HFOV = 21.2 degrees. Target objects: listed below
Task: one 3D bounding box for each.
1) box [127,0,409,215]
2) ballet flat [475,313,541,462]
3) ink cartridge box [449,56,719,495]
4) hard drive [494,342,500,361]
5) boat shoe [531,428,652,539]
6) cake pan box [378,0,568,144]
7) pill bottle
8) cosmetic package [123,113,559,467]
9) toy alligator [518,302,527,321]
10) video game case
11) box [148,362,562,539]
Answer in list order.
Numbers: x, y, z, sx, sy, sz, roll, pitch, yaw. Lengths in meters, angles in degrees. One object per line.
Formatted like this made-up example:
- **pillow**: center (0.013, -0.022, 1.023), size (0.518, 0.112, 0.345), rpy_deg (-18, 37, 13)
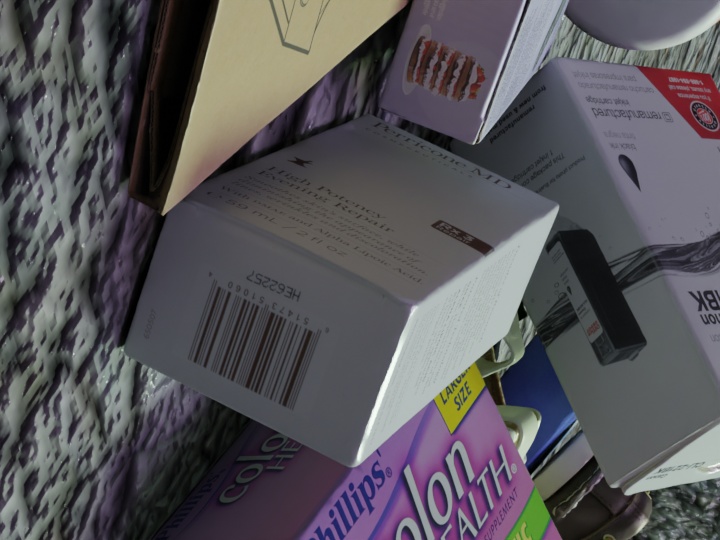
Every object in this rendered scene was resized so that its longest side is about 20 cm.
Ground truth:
- **box**: center (-0.011, -0.129, 0.662), size (0.200, 0.021, 0.164), rpy_deg (-49, 160, -52)
- **ballet flat**: center (0.053, 0.059, 0.958), size (0.070, 0.065, 0.200), rpy_deg (-34, 116, -50)
- **ink cartridge box**: center (0.153, 0.000, 0.971), size (0.144, 0.200, 0.084), rpy_deg (-1, 152, -47)
- **hard drive**: center (0.034, 0.084, 1.159), size (0.200, 0.042, 0.135), rpy_deg (-57, 164, -31)
- **boat shoe**: center (0.110, 0.148, 1.096), size (0.072, 0.060, 0.200), rpy_deg (-43, 172, -25)
- **cake pan box**: center (0.079, -0.169, 0.836), size (0.184, 0.052, 0.200), rpy_deg (-56, 167, -66)
- **pill bottle**: center (0.177, -0.192, 1.067), size (0.200, 0.114, 0.114), rpy_deg (-37, 149, -64)
- **cosmetic package**: center (0.000, 0.000, 0.763), size (0.200, 0.102, 0.074), rpy_deg (-36, 149, -66)
- **toy alligator**: center (0.045, 0.038, 1.034), size (0.200, 0.059, 0.054), rpy_deg (-33, -167, -29)
- **video game case**: center (0.106, 0.073, 1.098), size (0.181, 0.045, 0.200), rpy_deg (-36, 165, -52)
- **box**: center (0.013, 0.159, 0.877), size (0.200, 0.097, 0.176), rpy_deg (62, 38, -17)
